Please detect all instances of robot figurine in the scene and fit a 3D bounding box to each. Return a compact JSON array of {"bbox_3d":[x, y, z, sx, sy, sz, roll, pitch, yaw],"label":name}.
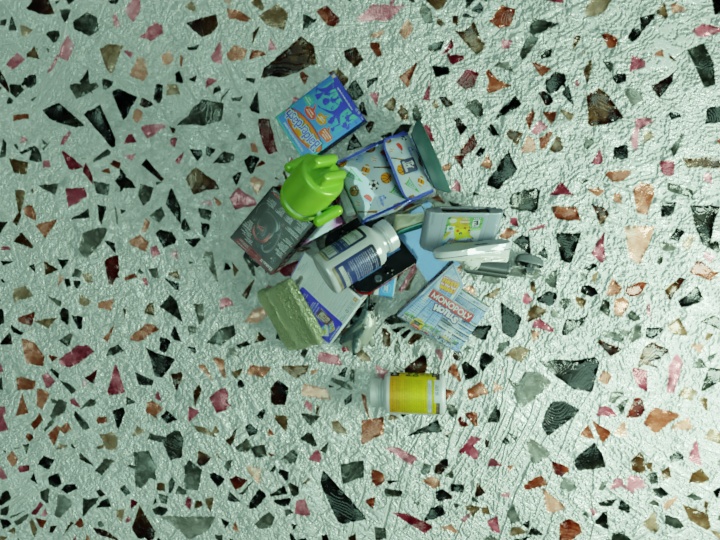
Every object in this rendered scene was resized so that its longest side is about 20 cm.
[{"bbox_3d":[-0.118,-0.194,1.253,0.200,0.116,0.176,-39,79,47],"label":"robot figurine"}]

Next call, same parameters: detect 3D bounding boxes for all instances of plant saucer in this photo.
[{"bbox_3d":[0.170,-0.278,1.316,0.036,0.200,0.201,-24,91,9],"label":"plant saucer"}]

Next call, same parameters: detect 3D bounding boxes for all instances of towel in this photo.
[{"bbox_3d":[-0.193,0.126,1.448,0.148,0.036,0.200,-21,100,36],"label":"towel"}]

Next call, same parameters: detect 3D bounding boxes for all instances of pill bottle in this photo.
[{"bbox_3d":[-0.006,-0.040,1.297,0.200,0.111,0.111,-32,90,-11],"label":"pill bottle"},{"bbox_3d":[0.127,0.329,1.417,0.199,0.109,0.110,0,95,8],"label":"pill bottle"}]

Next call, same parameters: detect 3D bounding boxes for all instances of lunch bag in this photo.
[{"bbox_3d":[0.060,-0.227,1.295,0.199,0.124,0.170,-24,92,-2],"label":"lunch bag"}]

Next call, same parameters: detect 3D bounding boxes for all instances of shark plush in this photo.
[{"bbox_3d":[-0.006,0.140,1.416,0.083,0.091,0.200,35,133,29],"label":"shark plush"}]

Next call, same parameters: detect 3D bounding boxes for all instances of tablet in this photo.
[{"bbox_3d":[0.184,-0.077,1.425,0.130,0.014,0.200,-33,90,9],"label":"tablet"}]

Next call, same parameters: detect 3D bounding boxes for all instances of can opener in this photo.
[{"bbox_3d":[0.378,-0.016,1.392,0.199,0.053,0.067,9,64,8],"label":"can opener"}]

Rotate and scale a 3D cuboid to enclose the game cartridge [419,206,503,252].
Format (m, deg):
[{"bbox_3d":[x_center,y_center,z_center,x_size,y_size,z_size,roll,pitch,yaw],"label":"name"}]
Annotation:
[{"bbox_3d":[0.255,-0.101,1.354,0.199,0.041,0.134,-1,133,-7],"label":"game cartridge"}]

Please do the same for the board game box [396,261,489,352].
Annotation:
[{"bbox_3d":[0.233,0.086,1.399,0.200,0.062,0.200,32,100,1],"label":"board game box"}]

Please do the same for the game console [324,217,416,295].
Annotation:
[{"bbox_3d":[0.022,-0.049,1.373,0.177,0.031,0.200,-33,69,-9],"label":"game console"}]

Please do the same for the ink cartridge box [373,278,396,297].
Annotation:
[{"bbox_3d":[0.000,0.000,1.430,0.199,0.067,0.117,7,95,8],"label":"ink cartridge box"}]

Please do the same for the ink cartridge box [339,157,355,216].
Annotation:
[{"bbox_3d":[0.039,-0.245,1.397,0.199,0.083,0.146,-18,92,9],"label":"ink cartridge box"}]

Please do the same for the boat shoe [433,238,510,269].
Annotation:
[{"bbox_3d":[0.283,-0.034,1.339,0.199,0.071,0.070,-7,108,-10],"label":"boat shoe"}]

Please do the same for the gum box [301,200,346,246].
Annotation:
[{"bbox_3d":[-0.145,-0.135,1.439,0.200,0.066,0.114,-27,91,10],"label":"gum box"}]

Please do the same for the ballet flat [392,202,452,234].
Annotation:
[{"bbox_3d":[0.180,-0.146,1.383,0.199,0.069,0.070,-11,93,5],"label":"ballet flat"}]

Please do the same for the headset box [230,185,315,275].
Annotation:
[{"bbox_3d":[-0.229,-0.097,1.382,0.149,0.075,0.200,42,100,2],"label":"headset box"}]

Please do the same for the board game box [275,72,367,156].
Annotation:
[{"bbox_3d":[-0.106,-0.406,1.424,0.200,0.045,0.152,-34,89,10],"label":"board game box"}]

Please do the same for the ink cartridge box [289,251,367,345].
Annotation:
[{"bbox_3d":[-0.105,0.071,1.418,0.200,0.043,0.198,40,127,8],"label":"ink cartridge box"}]
